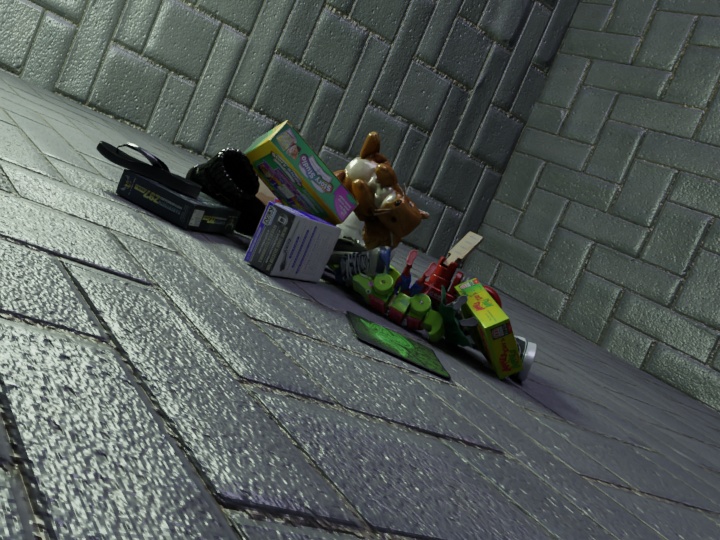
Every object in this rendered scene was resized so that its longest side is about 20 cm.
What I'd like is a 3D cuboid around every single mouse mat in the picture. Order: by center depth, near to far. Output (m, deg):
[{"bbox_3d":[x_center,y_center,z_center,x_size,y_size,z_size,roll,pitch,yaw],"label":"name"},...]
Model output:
[{"bbox_3d":[0.055,0.112,1.405,0.158,0.008,0.200,25,5,-8],"label":"mouse mat"}]

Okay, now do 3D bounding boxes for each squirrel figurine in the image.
[{"bbox_3d":[0.047,-0.123,1.749,0.186,0.141,0.201,41,-19,29],"label":"squirrel figurine"}]

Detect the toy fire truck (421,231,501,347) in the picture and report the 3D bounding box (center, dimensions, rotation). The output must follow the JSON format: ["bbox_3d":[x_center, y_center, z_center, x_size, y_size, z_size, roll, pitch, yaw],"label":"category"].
[{"bbox_3d":[0.218,0.030,1.862,0.173,0.203,0.129,25,6,10],"label":"toy fire truck"}]

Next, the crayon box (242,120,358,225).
[{"bbox_3d":[-0.115,-0.171,1.700,0.200,0.058,0.172,48,-21,-15],"label":"crayon box"}]

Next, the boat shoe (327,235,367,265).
[{"bbox_3d":[-0.034,-0.041,1.826,0.195,0.062,0.074,3,-25,-14],"label":"boat shoe"}]

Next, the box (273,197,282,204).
[{"bbox_3d":[-0.120,-0.090,1.905,0.134,0.040,0.200,14,-13,-3],"label":"box"}]

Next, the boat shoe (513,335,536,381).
[{"bbox_3d":[0.279,0.151,1.697,0.066,0.073,0.200,20,8,-1],"label":"boat shoe"}]

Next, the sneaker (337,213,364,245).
[{"bbox_3d":[-0.014,-0.027,2.045,0.203,0.114,0.074,63,4,8],"label":"sneaker"}]

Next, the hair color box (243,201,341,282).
[{"bbox_3d":[-0.114,-0.046,1.586,0.064,0.111,0.199,26,5,20],"label":"hair color box"}]

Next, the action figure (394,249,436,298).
[{"bbox_3d":[0.104,0.016,1.695,0.065,0.100,0.201,33,-31,7],"label":"action figure"}]

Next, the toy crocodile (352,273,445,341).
[{"bbox_3d":[0.068,0.064,1.646,0.197,0.062,0.068,28,-30,18],"label":"toy crocodile"}]

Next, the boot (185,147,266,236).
[{"bbox_3d":[-0.229,-0.147,1.773,0.210,0.081,0.156,34,-27,-31],"label":"boot"}]

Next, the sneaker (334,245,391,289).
[{"bbox_3d":[0.000,0.000,1.732,0.083,0.079,0.200,11,-18,-15],"label":"sneaker"}]

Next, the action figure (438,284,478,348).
[{"bbox_3d":[0.170,0.092,1.655,0.200,0.054,0.120,108,-40,-79],"label":"action figure"}]

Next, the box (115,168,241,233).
[{"bbox_3d":[-0.327,-0.123,1.660,0.155,0.052,0.200,27,7,14],"label":"box"}]

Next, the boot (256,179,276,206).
[{"bbox_3d":[-0.244,-0.155,1.950,0.197,0.072,0.144,13,-20,-5],"label":"boot"}]

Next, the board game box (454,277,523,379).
[{"bbox_3d":[0.227,0.100,1.635,0.047,0.103,0.200,-19,21,-2],"label":"board game box"}]

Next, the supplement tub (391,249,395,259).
[{"bbox_3d":[0.014,-0.069,2.177,0.142,0.147,0.200,24,5,-2],"label":"supplement tub"}]

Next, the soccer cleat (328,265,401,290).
[{"bbox_3d":[0.017,0.007,1.930,0.197,0.069,0.081,26,-7,10],"label":"soccer cleat"}]

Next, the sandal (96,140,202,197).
[{"bbox_3d":[-0.368,-0.187,1.608,0.197,0.044,0.076,23,7,1],"label":"sandal"}]
